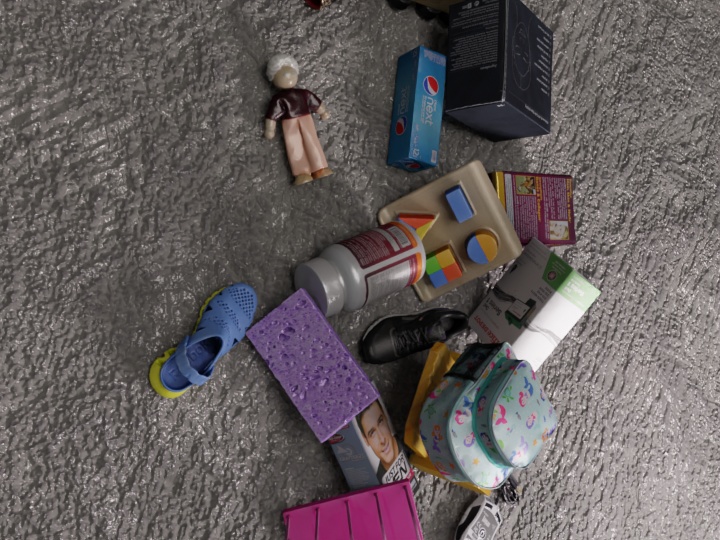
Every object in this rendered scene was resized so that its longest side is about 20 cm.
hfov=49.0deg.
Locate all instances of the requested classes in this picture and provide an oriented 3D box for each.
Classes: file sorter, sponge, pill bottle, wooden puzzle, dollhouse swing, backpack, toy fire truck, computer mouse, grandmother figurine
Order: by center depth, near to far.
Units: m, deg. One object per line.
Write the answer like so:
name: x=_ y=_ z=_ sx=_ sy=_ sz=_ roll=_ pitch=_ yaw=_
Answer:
file sorter: x=-0.004 y=0.416 z=1.148 sx=0.197 sy=0.125 sz=0.141 roll=-14 pitch=100 yaw=-1
sponge: x=-0.071 y=0.140 z=1.175 sx=0.111 sy=0.030 sz=0.201 roll=-37 pitch=82 yaw=3
backpack: x=0.192 y=0.228 z=1.204 sx=0.200 sy=0.150 sz=0.179 roll=-40 pitch=112 yaw=-26
grandmother figurine: x=-0.099 y=-0.243 z=1.248 sx=0.121 sy=0.060 sz=0.202 roll=-25 pitch=102 yaw=-41
pill bottle: x=0.000 y=0.000 z=1.257 sx=0.199 sy=0.109 sz=0.111 roll=-23 pitch=98 yaw=-32
dollhouse swing: x=0.175 y=0.238 z=1.296 sx=0.180 sy=0.176 sz=0.202 roll=19 pitch=71 yaw=8
wooden puzzle: x=0.154 y=-0.062 z=1.341 sx=0.198 sy=0.046 sz=0.187 roll=-27 pitch=102 yaw=9
computer mouse: x=0.213 y=0.432 z=1.396 sx=0.110 sy=0.044 sz=0.200 roll=54 pitch=55 yaw=-22
toy fire truck: x=0.141 y=-0.571 z=1.407 sx=0.174 sy=0.128 sz=0.203 roll=6 pitch=70 yaw=-32

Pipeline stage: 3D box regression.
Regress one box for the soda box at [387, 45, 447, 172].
soda box: x=0.099 y=-0.279 z=1.372 sx=0.064 sy=0.068 sz=0.203 roll=13 pitch=78 yaw=-31

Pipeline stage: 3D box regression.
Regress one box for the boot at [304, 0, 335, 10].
boot: x=-0.057 y=-0.536 z=1.297 sx=0.150 sy=0.073 sz=0.202 roll=-37 pitch=110 yaw=-30

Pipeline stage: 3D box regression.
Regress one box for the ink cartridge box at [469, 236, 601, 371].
ink cartridge box: x=0.296 y=0.066 z=1.374 sx=0.084 sy=0.146 sz=0.201 roll=32 pitch=101 yaw=-28

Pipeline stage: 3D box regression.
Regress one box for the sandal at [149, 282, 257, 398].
sandal: x=-0.210 y=0.099 z=1.126 sx=0.079 sy=0.087 sz=0.201 roll=44 pitch=62 yaw=-19

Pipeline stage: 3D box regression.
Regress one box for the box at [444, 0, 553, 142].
box: x=0.252 y=-0.358 z=1.414 sx=0.199 sy=0.123 sz=0.199 roll=14 pitch=75 yaw=-53

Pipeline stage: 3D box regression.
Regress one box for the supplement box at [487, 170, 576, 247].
supplement box: x=0.294 y=-0.109 z=1.462 sx=0.198 sy=0.103 sz=0.133 roll=0 pitch=85 yaw=-32

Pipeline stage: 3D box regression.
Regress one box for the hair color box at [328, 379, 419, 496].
hair color box: x=0.016 y=0.288 z=1.249 sx=0.099 sy=0.060 sz=0.202 roll=-38 pitch=107 yaw=-57

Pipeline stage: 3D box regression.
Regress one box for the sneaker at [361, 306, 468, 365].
sneaker: x=0.095 y=0.102 z=1.321 sx=0.198 sy=0.087 sz=0.077 roll=-20 pitch=96 yaw=-33
